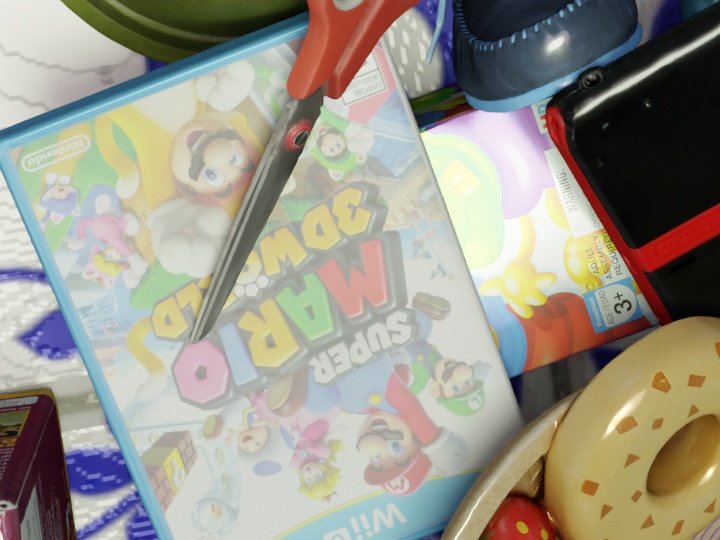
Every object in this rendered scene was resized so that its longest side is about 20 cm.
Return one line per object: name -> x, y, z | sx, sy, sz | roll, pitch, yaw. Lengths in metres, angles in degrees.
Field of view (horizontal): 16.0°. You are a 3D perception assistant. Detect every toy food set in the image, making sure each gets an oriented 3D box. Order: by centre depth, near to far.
toy food set -> 0.101, 0.122, 0.942 | 0.200, 0.049, 0.198 | -51, 134, -8

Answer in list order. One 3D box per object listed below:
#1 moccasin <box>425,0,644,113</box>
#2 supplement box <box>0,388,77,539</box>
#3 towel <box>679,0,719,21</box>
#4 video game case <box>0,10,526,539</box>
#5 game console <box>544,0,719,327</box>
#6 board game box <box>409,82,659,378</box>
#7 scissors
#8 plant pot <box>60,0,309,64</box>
moccasin -> 0.053, -0.112, 0.930 | 0.080, 0.200, 0.069 | -22, 108, 5
supplement box -> -0.176, 0.120, 0.958 | 0.130, 0.200, 0.104 | -7, 99, 0
towel -> 0.201, -0.063, 0.969 | 0.146, 0.022, 0.201 | -10, 96, 5
video game case -> -0.030, 0.017, 0.925 | 0.142, 0.018, 0.201 | -21, 110, 0
game console -> 0.176, -0.055, 0.891 | 0.199, 0.031, 0.177 | -30, 137, 6
board game box -> 0.000, 0.000, 0.995 | 0.199, 0.103, 0.106 | -20, 100, 1
scissors -> -0.022, -0.059, 0.864 | 0.014, 0.073, 0.200 | 43, 106, 27
plant pot -> -0.047, -0.163, 0.925 | 0.198, 0.190, 0.202 | 0, 100, -2
